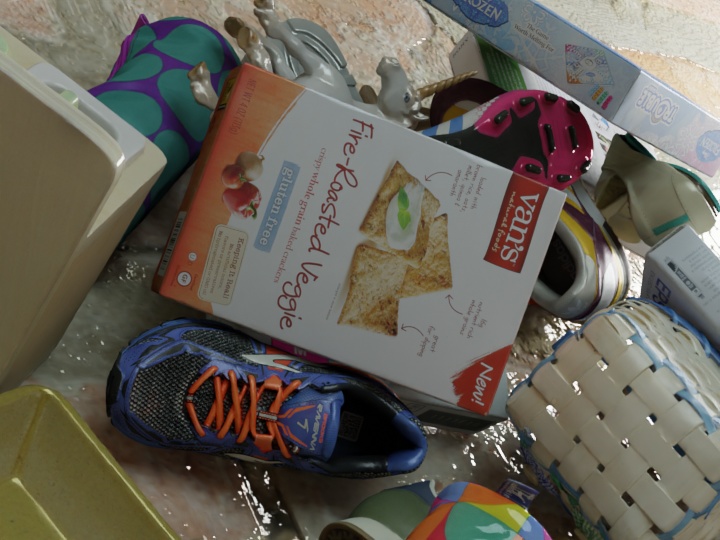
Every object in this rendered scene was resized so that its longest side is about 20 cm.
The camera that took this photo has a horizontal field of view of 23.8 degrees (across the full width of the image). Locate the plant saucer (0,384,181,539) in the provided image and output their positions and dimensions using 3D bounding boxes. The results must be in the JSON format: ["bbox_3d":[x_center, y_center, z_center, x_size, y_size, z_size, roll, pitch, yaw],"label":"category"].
[{"bbox_3d":[-0.160,0.161,0.763,0.200,0.049,0.199,47,35,16],"label":"plant saucer"}]

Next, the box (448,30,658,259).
[{"bbox_3d":[0.162,-0.092,1.318,0.199,0.036,0.145,28,31,-29],"label":"box"}]

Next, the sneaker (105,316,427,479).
[{"bbox_3d":[-0.045,0.073,0.927,0.199,0.076,0.078,10,2,-33],"label":"sneaker"}]

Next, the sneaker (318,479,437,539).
[{"bbox_3d":[0.075,0.189,0.921,0.200,0.067,0.090,42,40,14],"label":"sneaker"}]

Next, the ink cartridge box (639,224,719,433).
[{"bbox_3d":[0.258,0.089,1.127,0.040,0.200,0.200,-36,67,-11],"label":"ink cartridge box"}]

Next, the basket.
[{"bbox_3d":[0.180,0.103,1.071,0.177,0.139,0.200,51,17,22],"label":"basket"}]

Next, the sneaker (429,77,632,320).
[{"bbox_3d":[0.105,-0.054,1.154,0.200,0.075,0.090,53,23,18],"label":"sneaker"}]

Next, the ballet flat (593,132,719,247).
[{"bbox_3d":[0.195,-0.053,1.202,0.069,0.070,0.200,31,7,-7],"label":"ballet flat"}]

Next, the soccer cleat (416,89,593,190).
[{"bbox_3d":[0.065,-0.068,1.078,0.199,0.086,0.070,-18,94,-44],"label":"soccer cleat"}]

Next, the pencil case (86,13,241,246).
[{"bbox_3d":[-0.144,-0.088,1.050,0.092,0.085,0.200,37,33,-2],"label":"pencil case"}]

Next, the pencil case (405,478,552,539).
[{"bbox_3d":[0.025,0.189,0.807,0.088,0.089,0.200,39,58,5],"label":"pencil case"}]

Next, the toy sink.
[{"bbox_3d":[-0.185,-0.042,0.851,0.130,0.200,0.112,36,33,1],"label":"toy sink"}]

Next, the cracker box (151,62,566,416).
[{"bbox_3d":[-0.001,-0.016,0.954,0.199,0.135,0.058,20,-2,-13],"label":"cracker box"}]

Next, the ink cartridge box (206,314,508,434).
[{"bbox_3d":[0.000,0.000,1.058,0.199,0.043,0.175,13,64,-31],"label":"ink cartridge box"}]

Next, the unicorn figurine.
[{"bbox_3d":[-0.030,-0.106,1.065,0.138,0.074,0.200,49,47,-17],"label":"unicorn figurine"}]

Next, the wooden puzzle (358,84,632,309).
[{"bbox_3d":[0.093,-0.041,1.251,0.199,0.046,0.186,14,39,-38],"label":"wooden puzzle"}]

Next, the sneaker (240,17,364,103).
[{"bbox_3d":[-0.026,-0.065,1.147,0.076,0.080,0.201,-10,75,-40],"label":"sneaker"}]

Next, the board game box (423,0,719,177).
[{"bbox_3d":[0.150,-0.149,1.210,0.199,0.044,0.200,39,12,29],"label":"board game box"}]
